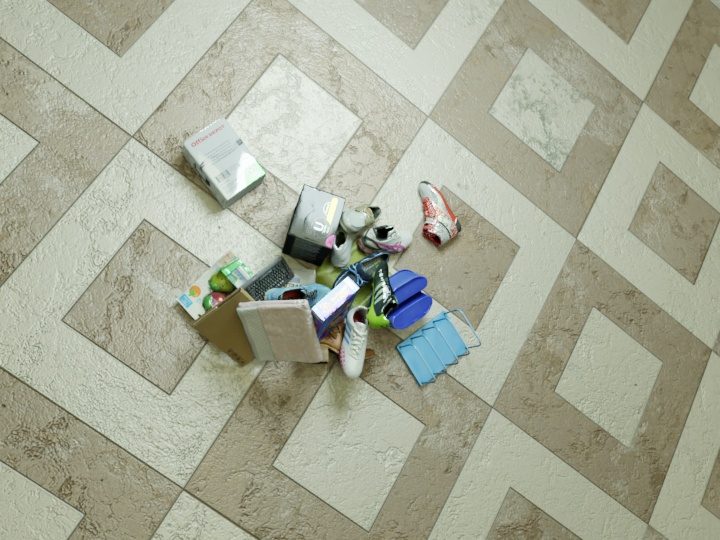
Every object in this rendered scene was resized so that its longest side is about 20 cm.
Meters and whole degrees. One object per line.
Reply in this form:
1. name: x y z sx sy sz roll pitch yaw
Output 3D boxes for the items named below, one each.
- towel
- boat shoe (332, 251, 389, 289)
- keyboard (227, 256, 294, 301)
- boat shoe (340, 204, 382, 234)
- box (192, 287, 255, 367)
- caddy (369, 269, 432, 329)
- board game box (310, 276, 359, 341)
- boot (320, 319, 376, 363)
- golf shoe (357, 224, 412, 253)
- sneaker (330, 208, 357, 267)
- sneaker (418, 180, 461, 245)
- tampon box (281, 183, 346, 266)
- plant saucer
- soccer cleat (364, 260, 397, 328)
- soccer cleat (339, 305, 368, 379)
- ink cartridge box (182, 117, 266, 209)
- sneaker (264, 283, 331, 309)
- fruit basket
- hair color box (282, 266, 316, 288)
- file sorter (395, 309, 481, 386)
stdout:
1. towel: -0.203 0.159 1.518 0.187 0.202 0.032 -2 39 11
2. boat shoe: 0.000 0.000 1.703 0.200 0.069 0.084 -43 93 -21
3. keyboard: -0.254 0.067 1.596 0.199 0.020 0.128 -41 116 -24
4. boat shoe: 0.002 -0.157 1.727 0.075 0.068 0.200 57 25 -1
5. box: -0.310 0.152 1.554 0.162 0.021 0.200 -35 126 8
6. caddy: 0.116 0.085 1.754 0.198 0.104 0.143 -29 115 -27
7. board game box: -0.081 0.113 1.572 0.045 0.201 0.134 43 63 10
8. boot: -0.051 0.185 1.706 0.196 0.077 0.158 1 74 -11
9. golf shoe: 0.091 -0.097 1.773 0.198 0.092 0.074 -8 68 -40
10. sneaker: -0.045 -0.111 1.734 0.069 0.081 0.203 4 54 5
11. sneaker: 0.224 -0.175 1.866 0.108 0.067 0.203 -38 95 -24
12. tampon box: -0.133 -0.121 1.662 0.124 0.200 0.152 18 74 -9
13. plant saucer: -0.009 0.020 1.759 0.200 0.048 0.200 -43 93 -21
14. soccer cleat: 0.067 0.066 1.640 0.080 0.068 0.203 -1 62 21
15. soccer cleat: -0.014 0.191 1.628 0.069 0.086 0.203 12 62 -19
16. ink cartridge box: -0.385 -0.303 1.683 0.145 0.084 0.201 -38 92 -21
17. sneaker: -0.154 0.078 1.598 0.197 0.089 0.080 -8 90 -37
18. fruit basket: -0.361 0.074 1.609 0.200 0.094 0.186 -43 94 -18
19. hair color box: -0.190 0.095 1.676 0.109 0.064 0.204 7 78 -17
20. file sorter: 0.233 0.223 1.757 0.199 0.123 0.140 -33 89 -21
